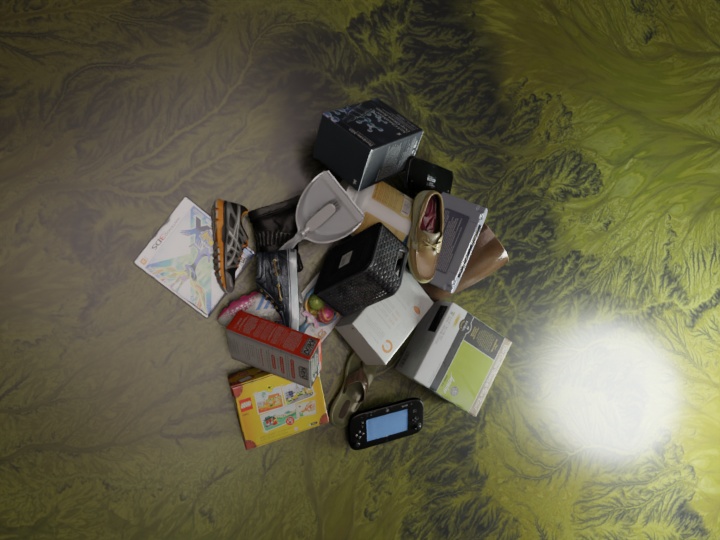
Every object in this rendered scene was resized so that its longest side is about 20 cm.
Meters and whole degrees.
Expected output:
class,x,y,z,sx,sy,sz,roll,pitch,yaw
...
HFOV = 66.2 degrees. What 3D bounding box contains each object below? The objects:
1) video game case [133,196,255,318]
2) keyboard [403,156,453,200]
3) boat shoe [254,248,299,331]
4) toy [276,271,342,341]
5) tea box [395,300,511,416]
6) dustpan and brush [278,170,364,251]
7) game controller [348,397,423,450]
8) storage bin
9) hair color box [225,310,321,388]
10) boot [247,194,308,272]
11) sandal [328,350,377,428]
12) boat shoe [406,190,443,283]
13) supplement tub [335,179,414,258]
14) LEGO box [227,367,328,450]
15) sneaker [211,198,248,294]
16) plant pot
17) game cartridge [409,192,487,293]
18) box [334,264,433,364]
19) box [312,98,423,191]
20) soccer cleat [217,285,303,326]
class,x,y,z,sx,sy,sz,roll,pitch,yaw
video game case,-0.362,-0.028,1.218,0.199,0.022,0.184,39,79,-14
keyboard,0.156,-0.208,1.341,0.198,0.039,0.107,6,96,-49
boat shoe,-0.177,0.056,1.188,0.088,0.071,0.206,-2,99,-4
toy,-0.096,0.095,1.290,0.115,0.047,0.201,45,78,-15
tea box,0.225,0.209,1.348,0.195,0.133,0.203,33,81,-14
dustpan and brush,-0.105,-0.097,1.193,0.199,0.057,0.140,-38,101,18
game controller,0.062,0.368,1.333,0.195,0.042,0.107,-11,124,-18
storage bin,0.000,0.000,1.221,0.093,0.198,0.137,38,48,-26
hair color box,-0.182,0.167,1.170,0.196,0.103,0.062,19,46,14
boot,-0.145,-0.078,1.256,0.206,0.079,0.162,-16,88,-6
sandal,-0.010,0.280,1.312,0.078,0.057,0.205,23,83,-16
boat shoe,0.145,-0.075,1.205,0.072,0.066,0.206,0,90,-17
supplement tub,0.036,-0.131,1.281,0.197,0.144,0.147,27,82,-16
LEGO box,-0.183,0.288,1.237,0.195,0.077,0.153,-14,102,-17
sneaker,-0.279,-0.052,1.196,0.075,0.078,0.206,-1,91,-26
plant pot,0.221,-0.026,1.338,0.199,0.187,0.188,-40,102,1
game cartridge,0.192,-0.067,1.256,0.131,0.041,0.204,25,94,26
box,0.057,0.104,1.291,0.125,0.097,0.200,50,63,-12
box,0.017,-0.284,1.226,0.148,0.108,0.199,39,44,20
soccer cleat,-0.218,0.087,1.231,0.197,0.070,0.087,-28,75,-17
